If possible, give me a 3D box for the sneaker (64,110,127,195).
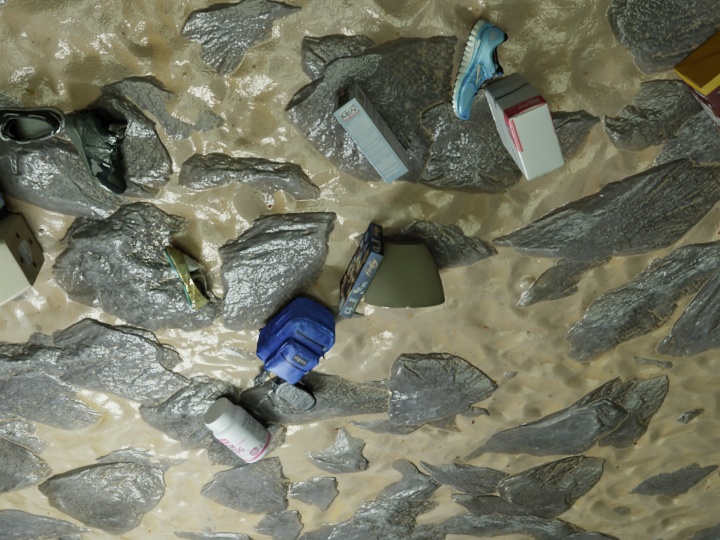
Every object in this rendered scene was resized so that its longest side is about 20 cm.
[{"bbox_3d":[-0.555,-0.261,1.362,0.113,0.076,0.200,-10,119,15],"label":"sneaker"}]

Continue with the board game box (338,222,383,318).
[{"bbox_3d":[0.000,0.000,1.510,0.034,0.136,0.201,19,122,-13],"label":"board game box"}]

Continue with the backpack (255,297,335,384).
[{"bbox_3d":[-0.157,0.188,1.624,0.162,0.168,0.200,33,115,-29],"label":"backpack"}]

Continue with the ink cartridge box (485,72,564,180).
[{"bbox_3d":[0.334,-0.300,1.264,0.084,0.200,0.146,-23,122,9],"label":"ink cartridge box"}]

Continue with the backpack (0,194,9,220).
[{"bbox_3d":[-0.907,-0.204,1.375,0.162,0.154,0.201,6,112,3],"label":"backpack"}]

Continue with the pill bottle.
[{"bbox_3d":[-0.371,0.480,1.854,0.113,0.114,0.200,-30,119,19],"label":"pill bottle"}]

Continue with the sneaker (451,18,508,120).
[{"bbox_3d":[0.244,-0.399,1.257,0.089,0.078,0.201,19,125,7],"label":"sneaker"}]

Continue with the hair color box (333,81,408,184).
[{"bbox_3d":[0.024,-0.296,1.327,0.060,0.099,0.200,-30,120,20],"label":"hair color box"}]

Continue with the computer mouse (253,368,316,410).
[{"bbox_3d":[-0.199,0.318,1.790,0.199,0.046,0.141,31,115,-14],"label":"computer mouse"}]

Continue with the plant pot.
[{"bbox_3d":[-0.881,-0.027,1.465,0.176,0.200,0.201,-15,124,-4],"label":"plant pot"}]

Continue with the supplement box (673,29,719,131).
[{"bbox_3d":[0.796,-0.391,1.243,0.200,0.133,0.197,38,117,-23],"label":"supplement box"}]

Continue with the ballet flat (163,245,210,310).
[{"bbox_3d":[-0.435,0.011,1.565,0.070,0.071,0.201,-10,124,7],"label":"ballet flat"}]

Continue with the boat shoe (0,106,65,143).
[{"bbox_3d":[-0.748,-0.310,1.337,0.198,0.060,0.074,-3,126,2],"label":"boat shoe"}]

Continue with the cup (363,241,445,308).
[{"bbox_3d":[0.107,0.005,1.500,0.199,0.200,0.144,0,97,0],"label":"cup"}]
